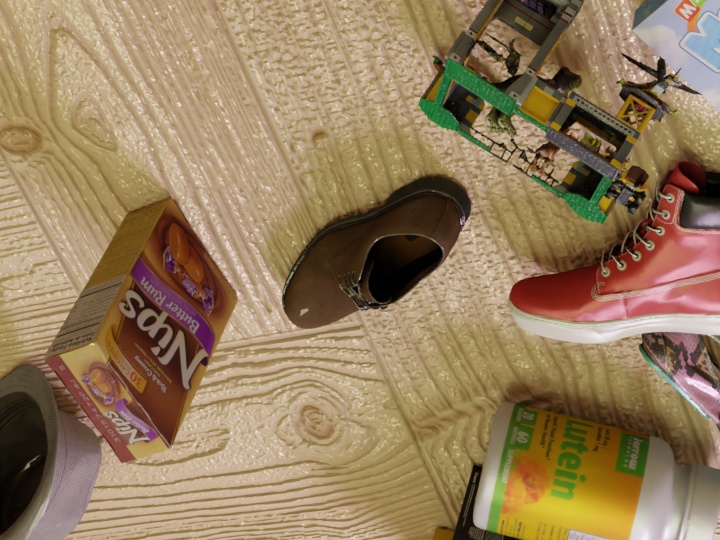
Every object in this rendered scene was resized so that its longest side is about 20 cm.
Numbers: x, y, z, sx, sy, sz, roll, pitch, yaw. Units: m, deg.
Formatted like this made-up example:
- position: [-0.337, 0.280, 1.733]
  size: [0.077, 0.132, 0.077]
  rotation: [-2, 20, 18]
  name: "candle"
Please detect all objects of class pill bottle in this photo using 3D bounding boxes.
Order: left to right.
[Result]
- position: [0.203, 0.187, 1.541]
  size: [0.198, 0.111, 0.112]
  rotation: [13, 129, 7]
  name: "pill bottle"

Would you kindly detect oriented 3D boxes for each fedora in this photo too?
- position: [-0.307, 0.193, 1.696]
  size: [0.090, 0.177, 0.200]
  rotation: [22, 115, -41]
  name: "fedora"

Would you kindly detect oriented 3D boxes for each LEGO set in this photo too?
- position: [0.147, -0.139, 1.326]
  size: [0.199, 0.116, 0.154]
  rotation: [31, 164, 13]
  name: "LEGO set"

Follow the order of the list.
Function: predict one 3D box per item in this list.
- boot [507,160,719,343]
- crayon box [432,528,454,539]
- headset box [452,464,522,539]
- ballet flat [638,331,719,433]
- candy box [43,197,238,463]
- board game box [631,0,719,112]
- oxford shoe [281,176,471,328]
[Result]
- position: [0.209, -0.020, 1.411]
  size: [0.198, 0.073, 0.145]
  rotation: [-4, 125, 10]
  name: "boot"
- position: [0.144, 0.331, 1.629]
  size: [0.198, 0.173, 0.059]
  rotation: [11, 132, 8]
  name: "crayon box"
- position: [0.175, 0.268, 1.588]
  size: [0.198, 0.149, 0.075]
  rotation: [13, 130, 7]
  name: "headset box"
- position: [0.308, 0.107, 1.485]
  size: [0.071, 0.069, 0.200]
  rotation: [-36, 111, 14]
  name: "ballet flat"
- position: [-0.175, 0.047, 1.493]
  size: [0.056, 0.201, 0.117]
  rotation: [-17, 121, 28]
  name: "candy box"
- position: [0.316, -0.158, 1.291]
  size: [0.200, 0.037, 0.151]
  rotation: [40, 128, -13]
  name: "board game box"
- position: [0.000, 0.000, 1.480]
  size: [0.073, 0.085, 0.200]
  rotation: [40, 129, -17]
  name: "oxford shoe"
